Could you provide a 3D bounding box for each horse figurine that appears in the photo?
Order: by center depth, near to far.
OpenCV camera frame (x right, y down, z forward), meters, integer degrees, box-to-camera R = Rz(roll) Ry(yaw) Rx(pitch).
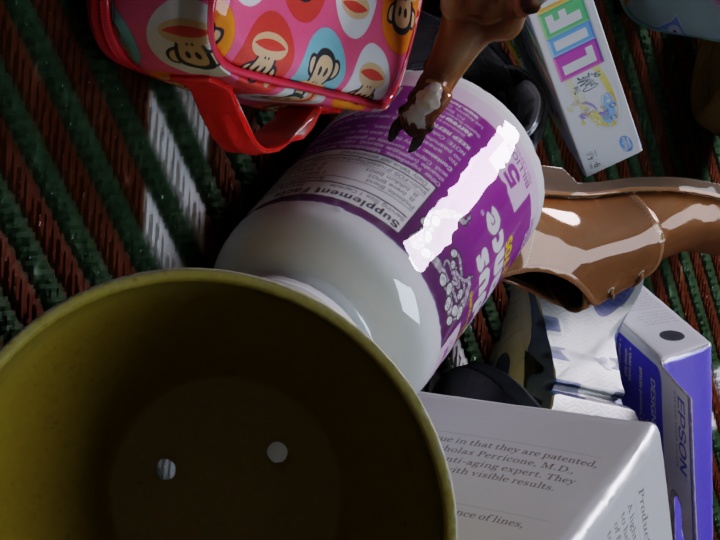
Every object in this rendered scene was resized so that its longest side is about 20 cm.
[{"bbox_3d":[0.061,-0.164,1.193,0.133,0.050,0.201,125,-26,-64],"label":"horse figurine"}]

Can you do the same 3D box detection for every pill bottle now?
[{"bbox_3d":[0.000,0.000,1.229,0.200,0.112,0.113,-51,138,-48],"label":"pill bottle"}]

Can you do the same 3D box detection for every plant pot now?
[{"bbox_3d":[-0.060,0.098,1.076,0.142,0.199,0.201,-25,119,-87],"label":"plant pot"}]

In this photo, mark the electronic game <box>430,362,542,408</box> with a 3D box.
[{"bbox_3d":[0.080,0.144,1.358,0.041,0.200,0.201,-16,115,-21],"label":"electronic game"}]

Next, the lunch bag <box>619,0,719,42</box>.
[{"bbox_3d":[0.255,-0.212,1.593,0.077,0.199,0.161,-42,138,-57],"label":"lunch bag"}]

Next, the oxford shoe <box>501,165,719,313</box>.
[{"bbox_3d":[0.126,-0.013,1.389,0.199,0.071,0.072,0,79,-29],"label":"oxford shoe"}]

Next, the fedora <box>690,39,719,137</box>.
[{"bbox_3d":[0.266,-0.133,1.720,0.201,0.082,0.201,-162,-90,-74],"label":"fedora"}]

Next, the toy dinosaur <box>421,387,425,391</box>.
[{"bbox_3d":[0.013,0.055,1.342,0.088,0.047,0.201,51,48,-73],"label":"toy dinosaur"}]

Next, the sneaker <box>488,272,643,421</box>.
[{"bbox_3d":[0.090,0.058,1.439,0.080,0.115,0.200,17,60,-29],"label":"sneaker"}]

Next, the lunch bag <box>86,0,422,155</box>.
[{"bbox_3d":[-0.037,-0.137,1.163,0.200,0.082,0.177,12,84,-64],"label":"lunch bag"}]

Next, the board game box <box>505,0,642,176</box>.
[{"bbox_3d":[0.081,-0.161,1.364,0.135,0.034,0.200,-116,-179,-46],"label":"board game box"}]

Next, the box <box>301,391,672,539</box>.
[{"bbox_3d":[0.035,0.172,1.233,0.131,0.199,0.200,-43,132,-50],"label":"box"}]

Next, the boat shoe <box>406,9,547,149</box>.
[{"bbox_3d":[0.064,-0.079,1.387,0.200,0.068,0.072,49,52,-59],"label":"boat shoe"}]

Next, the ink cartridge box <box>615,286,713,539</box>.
[{"bbox_3d":[0.161,0.113,1.504,0.200,0.043,0.199,-129,-150,-60],"label":"ink cartridge box"}]
